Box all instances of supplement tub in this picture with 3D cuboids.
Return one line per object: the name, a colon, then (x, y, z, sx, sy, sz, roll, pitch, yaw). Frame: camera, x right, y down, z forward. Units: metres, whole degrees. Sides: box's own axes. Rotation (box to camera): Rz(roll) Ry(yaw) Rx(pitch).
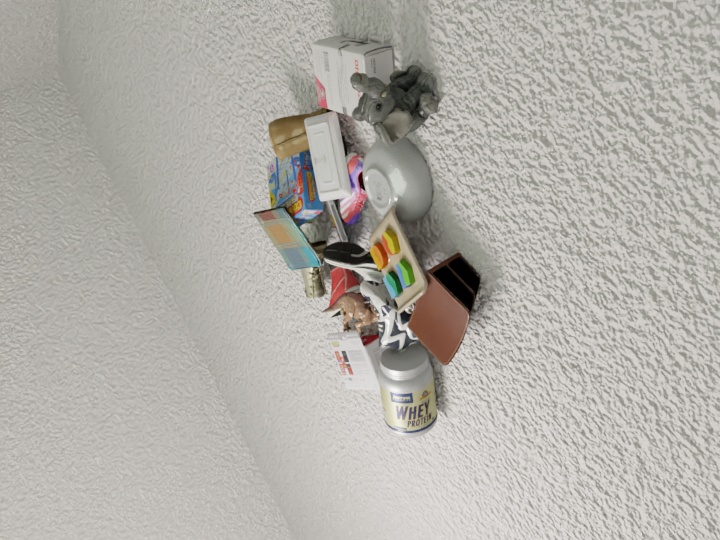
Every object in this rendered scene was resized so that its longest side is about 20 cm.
supplement tub: (0.120, 0.304, 1.776, 0.144, 0.143, 0.205, 25, 132, 48)

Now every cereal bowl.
cereal bowl: (0.068, -0.196, 1.563, 0.199, 0.082, 0.204, 36, 139, 40)

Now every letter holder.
letter holder: (0.202, 0.092, 1.537, 0.142, 0.099, 0.202, 47, 146, 25)

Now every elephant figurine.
elephant figurine: (0.045, -0.326, 1.386, 0.140, 0.197, 0.159, 6, 117, 56)

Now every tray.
tray: (-0.083, -0.271, 1.677, 0.106, 0.022, 0.205, -3, 102, 40)

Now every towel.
towel: (-0.196, -0.083, 1.890, 0.145, 0.022, 0.202, -5, 127, 45)

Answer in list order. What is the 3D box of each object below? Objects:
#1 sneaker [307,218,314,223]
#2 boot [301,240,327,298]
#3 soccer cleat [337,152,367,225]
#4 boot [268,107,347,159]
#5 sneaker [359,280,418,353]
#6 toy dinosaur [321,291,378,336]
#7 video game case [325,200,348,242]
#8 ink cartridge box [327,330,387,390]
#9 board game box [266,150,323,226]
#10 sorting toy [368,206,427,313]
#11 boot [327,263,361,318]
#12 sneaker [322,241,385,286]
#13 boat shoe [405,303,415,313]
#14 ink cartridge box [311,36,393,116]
sneaker: (-0.183, -0.186, 2.007, 0.198, 0.075, 0.086, 17, 100, 55)
boot: (-0.129, 0.000, 1.995, 0.199, 0.070, 0.159, 168, 92, -71)
soccer cleat: (-0.011, -0.188, 1.717, 0.073, 0.068, 0.204, 32, 137, 30)
boot: (-0.132, -0.312, 1.757, 0.196, 0.066, 0.180, -9, 92, 36)
sneaker: (0.056, 0.127, 1.729, 0.197, 0.080, 0.130, 35, 115, -6)
toy dinosaur: (0.001, 0.093, 1.832, 0.195, 0.087, 0.138, 15, 130, 9)
video game case: (-0.062, -0.129, 1.827, 0.143, 0.017, 0.204, -133, 23, -82)
ink cartridge box: (0.007, 0.240, 1.974, 0.199, 0.083, 0.179, -12, 101, 60)
board game box: (-0.181, -0.226, 1.885, 0.199, 0.055, 0.201, -26, 67, 54)
sorting toy: (0.075, -0.018, 1.561, 0.185, 0.036, 0.204, 131, 120, -67)
boot: (-0.065, 0.040, 1.972, 0.147, 0.071, 0.201, 63, 150, 17)
sneaker: (0.000, 0.000, 1.744, 0.195, 0.077, 0.117, 9, 136, 6)
boat shoe: (0.113, 0.004, 1.658, 0.056, 0.066, 0.204, -12, 102, 43)
ink cartridge box: (-0.015, -0.424, 1.529, 0.199, 0.084, 0.149, 32, 137, 47)
